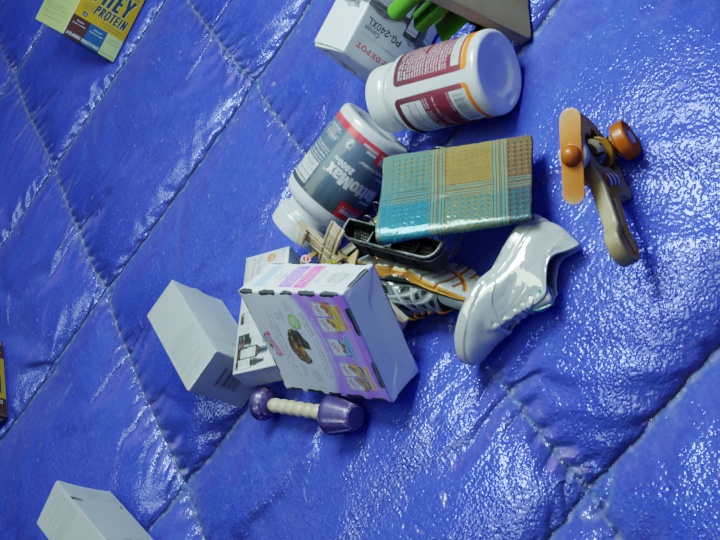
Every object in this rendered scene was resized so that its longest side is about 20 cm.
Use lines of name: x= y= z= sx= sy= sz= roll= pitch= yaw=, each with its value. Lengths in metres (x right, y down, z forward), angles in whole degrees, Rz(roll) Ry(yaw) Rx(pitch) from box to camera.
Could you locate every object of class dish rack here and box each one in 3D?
dish rack: x=0.086 y=-0.091 z=1.289 sx=0.152 sy=0.055 sz=0.201 roll=16 pitch=62 yaw=35

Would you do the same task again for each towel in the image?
towel: x=0.119 y=-0.101 z=1.232 sx=0.198 sy=0.022 sz=0.148 roll=-7 pitch=50 yaw=18

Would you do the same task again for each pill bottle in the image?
pill bottle: x=0.110 y=-0.253 z=1.349 sx=0.199 sy=0.114 sz=0.115 roll=-5 pitch=67 yaw=43
pill bottle: x=-0.034 y=-0.129 z=1.429 sx=0.201 sy=0.119 sz=0.120 roll=-51 pitch=44 yaw=15

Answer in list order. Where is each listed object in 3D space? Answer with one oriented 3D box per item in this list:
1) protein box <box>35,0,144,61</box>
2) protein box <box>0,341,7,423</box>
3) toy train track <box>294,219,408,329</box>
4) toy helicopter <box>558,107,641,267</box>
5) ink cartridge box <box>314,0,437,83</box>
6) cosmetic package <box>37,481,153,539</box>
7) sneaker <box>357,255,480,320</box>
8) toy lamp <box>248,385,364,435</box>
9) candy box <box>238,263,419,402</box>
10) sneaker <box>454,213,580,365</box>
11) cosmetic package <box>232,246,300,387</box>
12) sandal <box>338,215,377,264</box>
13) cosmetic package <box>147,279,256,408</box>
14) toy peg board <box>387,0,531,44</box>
protein box: x=-0.602 y=-0.608 z=2.218 sx=0.198 sy=0.134 sz=0.201 roll=32 pitch=95 yaw=48
protein box: x=-0.847 y=0.262 z=2.031 sx=0.198 sy=0.134 sz=0.201 roll=-42 pitch=46 yaw=22
toy train track: x=-0.020 y=0.011 z=1.288 sx=0.200 sy=0.032 sz=0.115 roll=42 pitch=146 yaw=15
toy helicopter: x=0.268 y=-0.096 z=1.100 sx=0.079 sy=0.132 sz=0.202 roll=-30 pitch=52 yaw=30
ink cartridge box: x=0.043 y=-0.381 z=1.454 sx=0.083 sy=0.145 sz=0.201 roll=30 pitch=93 yaw=47
cosmetic package: x=-0.410 y=0.416 z=1.538 sx=0.199 sy=0.112 sz=0.082 roll=23 pitch=88 yaw=46
sneaker: x=0.081 y=0.029 z=1.281 sx=0.199 sy=0.078 sz=0.078 roll=15 pitch=112 yaw=41
toy lamp: x=-0.074 y=0.192 z=1.362 sx=0.199 sy=0.058 sz=0.059 roll=3 pitch=73 yaw=46
candy box: x=-0.044 y=0.078 z=1.289 sx=0.199 sy=0.169 sz=0.072 roll=1 pitch=34 yaw=43
sneaker: x=0.188 y=0.034 z=1.171 sx=0.088 sy=0.075 sz=0.201 roll=32 pitch=93 yaw=36
cosmetic package: x=-0.135 y=0.067 z=1.460 sx=0.082 sy=0.051 sz=0.202 roll=-13 pitch=54 yaw=22
sandal: x=0.000 y=0.000 z=1.370 sx=0.200 sy=0.080 sz=0.054 roll=-45 pitch=53 yaw=14
cosmetic package: x=-0.240 y=0.112 z=1.526 sx=0.081 sy=0.112 sz=0.200 roll=-54 pitch=42 yaw=10
toy peg board: x=0.125 y=-0.411 z=1.362 sx=0.098 sy=0.198 sz=0.201 roll=-33 pitch=49 yaw=48
